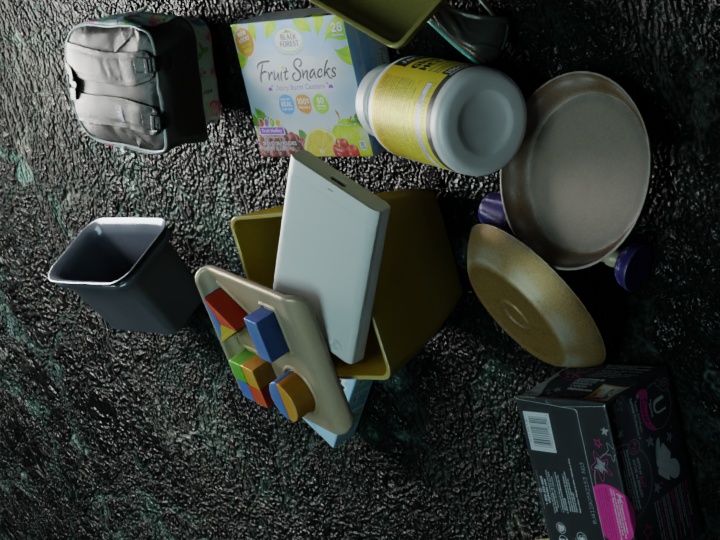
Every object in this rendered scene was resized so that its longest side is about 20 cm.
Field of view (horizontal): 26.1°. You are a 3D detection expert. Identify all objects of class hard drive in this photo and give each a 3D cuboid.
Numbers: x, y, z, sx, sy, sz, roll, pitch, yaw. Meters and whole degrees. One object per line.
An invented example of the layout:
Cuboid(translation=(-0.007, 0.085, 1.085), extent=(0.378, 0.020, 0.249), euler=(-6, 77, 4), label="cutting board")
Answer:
Cuboid(translation=(-0.035, -0.013, 1.670), extent=(0.132, 0.026, 0.200), euler=(35, 132, 31), label="hard drive")

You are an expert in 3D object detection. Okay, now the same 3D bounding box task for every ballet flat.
Cuboid(translation=(0.078, -0.290, 1.648), extent=(0.200, 0.068, 0.069), euler=(36, 103, 16), label="ballet flat")

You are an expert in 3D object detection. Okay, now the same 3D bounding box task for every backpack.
Cuboid(translation=(-0.283, -0.247, 1.995), extent=(0.200, 0.150, 0.178), euler=(8, 113, 37), label="backpack")

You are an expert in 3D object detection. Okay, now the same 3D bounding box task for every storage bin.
Cuboid(translation=(-0.316, 0.009, 2.196), extent=(0.200, 0.146, 0.134), euler=(3, 139, 46), label="storage bin")

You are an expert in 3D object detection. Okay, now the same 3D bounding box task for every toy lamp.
Cuboid(translation=(0.211, -0.035, 1.642), extent=(0.200, 0.058, 0.058), euler=(26, 128, 35), label="toy lamp")

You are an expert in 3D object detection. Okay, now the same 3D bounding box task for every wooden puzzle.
Cuboid(translation=(-0.108, 0.095, 1.768), extent=(0.200, 0.046, 0.186), euler=(15, 132, 49), label="wooden puzzle")

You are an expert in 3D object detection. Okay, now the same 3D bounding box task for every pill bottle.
Cuboid(translation=(0.078, -0.169, 1.653), extent=(0.200, 0.112, 0.113), euler=(22, 127, 58), label="pill bottle")

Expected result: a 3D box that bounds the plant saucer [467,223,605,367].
Cuboid(translation=(0.177, 0.037, 1.659), extent=(0.200, 0.035, 0.200), euler=(44, 166, 14), label="plant saucer")

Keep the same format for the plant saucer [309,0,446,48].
Cuboid(translation=(0.035, -0.327, 1.608), extent=(0.200, 0.200, 0.048), euler=(35, 168, 31), label="plant saucer")

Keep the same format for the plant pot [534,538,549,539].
Cuboid(translation=(0.228, 0.449, 1.806), extent=(0.187, 0.187, 0.200), euler=(10, 132, 45), label="plant pot")

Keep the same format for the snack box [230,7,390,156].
Cuboid(translation=(-0.050, -0.221, 1.819), extent=(0.200, 0.068, 0.169), euler=(5, 113, 45), label="snack box")

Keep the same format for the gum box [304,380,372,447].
Cuboid(translation=(-0.056, 0.103, 2.014), extent=(0.170, 0.044, 0.200), euler=(41, 136, 26), label="gum box")

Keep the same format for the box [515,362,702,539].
Cuboid(translation=(0.267, 0.209, 1.664), extent=(0.132, 0.115, 0.201), euler=(0, 109, 49), label="box")

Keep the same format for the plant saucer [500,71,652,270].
Cuboid(translation=(0.222, -0.099, 1.570), extent=(0.200, 0.032, 0.201), euler=(-6, 82, 48), label="plant saucer")

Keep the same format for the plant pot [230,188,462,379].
Cuboid(translation=(0.000, 0.000, 1.796), extent=(0.200, 0.176, 0.201), euler=(-4, 107, 48), label="plant pot")
